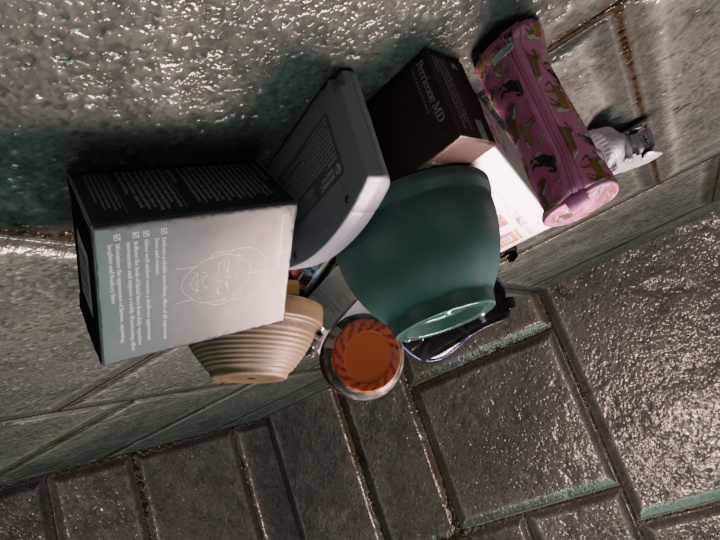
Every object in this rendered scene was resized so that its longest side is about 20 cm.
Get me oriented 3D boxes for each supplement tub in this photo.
[{"bbox_3d":[-0.001,0.132,0.899,0.120,0.126,0.200,-18,172,-9],"label":"supplement tub"}]

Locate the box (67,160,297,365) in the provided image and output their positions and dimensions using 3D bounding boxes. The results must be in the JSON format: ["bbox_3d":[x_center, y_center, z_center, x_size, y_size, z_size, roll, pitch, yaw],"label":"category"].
[{"bbox_3d":[-0.177,-0.016,0.599,0.196,0.107,0.152,-11,127,-33],"label":"box"}]

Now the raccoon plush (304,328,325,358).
[{"bbox_3d":[-0.154,0.098,1.040,0.195,0.138,0.096,-12,175,18],"label":"raccoon plush"}]

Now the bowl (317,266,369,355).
[{"bbox_3d":[-0.011,0.076,1.097,0.195,0.204,0.075,2,-146,31],"label":"bowl"}]

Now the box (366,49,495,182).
[{"bbox_3d":[0.038,-0.128,0.643,0.074,0.102,0.198,-2,156,-48],"label":"box"}]

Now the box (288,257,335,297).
[{"bbox_3d":[-0.070,-0.006,0.897,0.138,0.037,0.200,-56,178,-23],"label":"box"}]

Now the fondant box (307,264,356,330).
[{"bbox_3d":[0.000,0.000,0.920,0.200,0.058,0.144,-46,177,-4],"label":"fondant box"}]

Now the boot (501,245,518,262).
[{"bbox_3d":[0.183,-0.084,0.920,0.077,0.142,0.197,-31,161,38],"label":"boot"}]

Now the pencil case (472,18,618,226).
[{"bbox_3d":[0.181,-0.144,0.585,0.085,0.205,0.083,-9,161,-29],"label":"pencil case"}]

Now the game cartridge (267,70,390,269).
[{"bbox_3d":[-0.042,-0.086,0.611,0.040,0.137,0.199,-1,157,-33],"label":"game cartridge"}]

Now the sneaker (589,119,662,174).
[{"bbox_3d":[0.434,-0.207,0.973,0.113,0.077,0.200,-25,170,12],"label":"sneaker"}]

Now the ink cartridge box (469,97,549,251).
[{"bbox_3d":[0.133,-0.098,0.780,0.173,0.086,0.199,-28,140,26],"label":"ink cartridge box"}]

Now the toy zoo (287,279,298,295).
[{"bbox_3d":[-0.154,0.044,0.815,0.127,0.021,0.200,1,160,-13],"label":"toy zoo"}]

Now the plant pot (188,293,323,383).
[{"bbox_3d":[-0.146,0.096,0.777,0.195,0.095,0.201,-1,162,0],"label":"plant pot"}]

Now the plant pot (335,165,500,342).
[{"bbox_3d":[0.074,-0.004,0.657,0.195,0.137,0.201,-17,162,-6],"label":"plant pot"}]

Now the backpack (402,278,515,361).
[{"bbox_3d":[0.114,0.040,0.957,0.190,0.201,0.154,-43,-170,-11],"label":"backpack"}]
